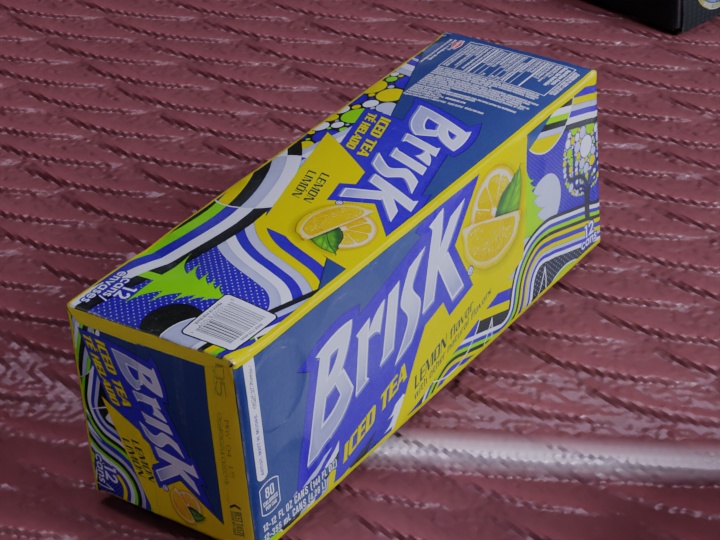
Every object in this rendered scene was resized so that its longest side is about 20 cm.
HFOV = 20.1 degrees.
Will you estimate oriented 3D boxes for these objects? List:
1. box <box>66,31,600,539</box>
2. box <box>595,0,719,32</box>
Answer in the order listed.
[{"bbox_3d":[0.000,0.000,0.633,0.064,0.070,0.200,17,37,32],"label":"box"},{"bbox_3d":[0.127,-0.182,0.938,0.160,0.045,0.200,-27,38,-33],"label":"box"}]
